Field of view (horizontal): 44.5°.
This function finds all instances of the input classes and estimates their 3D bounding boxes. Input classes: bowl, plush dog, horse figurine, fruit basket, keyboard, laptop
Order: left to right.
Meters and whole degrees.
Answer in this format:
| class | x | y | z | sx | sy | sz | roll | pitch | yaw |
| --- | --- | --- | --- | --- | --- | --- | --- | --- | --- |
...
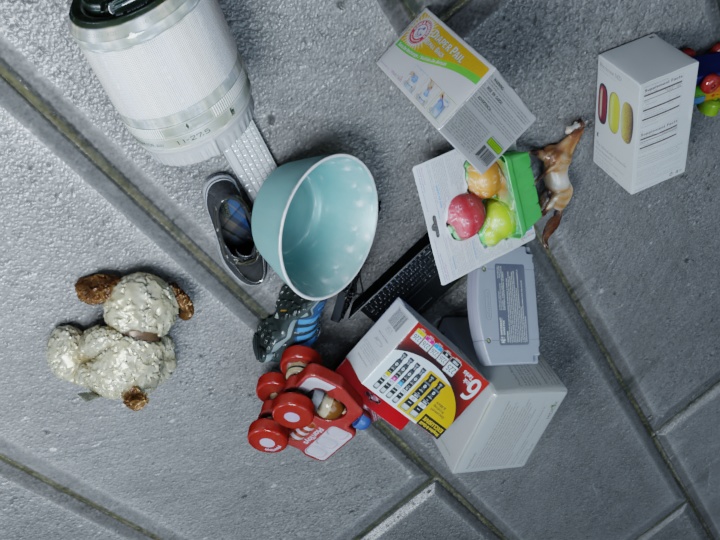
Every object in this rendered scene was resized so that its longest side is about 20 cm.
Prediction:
| class | x | y | z | sx | sy | sz | roll | pitch | yaw |
| --- | --- | --- | --- | --- | --- | --- | --- | --- | --- |
| plush dog | -0.320 | 0.087 | 1.230 | 0.197 | 0.160 | 0.176 | 10 | 98 | -34 |
| keyboard | -0.142 | -0.135 | 1.226 | 0.056 | 0.011 | 0.202 | -30 | 134 | -4 |
| bowl | -0.075 | -0.071 | 1.222 | 0.199 | 0.104 | 0.205 | -24 | 123 | -44 |
| keyboard | 0.000 | 0.000 | 1.357 | 0.039 | 0.104 | 0.203 | 23 | 122 | 10 |
| laptop | 0.082 | 0.036 | 1.425 | 0.177 | 0.104 | 0.200 | -42 | 132 | 8 |
| fruit basket | 0.176 | -0.101 | 1.347 | 0.197 | 0.093 | 0.189 | -23 | 108 | -20 |
| horse figurine | 0.311 | -0.140 | 1.440 | 0.131 | 0.050 | 0.204 | -30 | 129 | -29 |

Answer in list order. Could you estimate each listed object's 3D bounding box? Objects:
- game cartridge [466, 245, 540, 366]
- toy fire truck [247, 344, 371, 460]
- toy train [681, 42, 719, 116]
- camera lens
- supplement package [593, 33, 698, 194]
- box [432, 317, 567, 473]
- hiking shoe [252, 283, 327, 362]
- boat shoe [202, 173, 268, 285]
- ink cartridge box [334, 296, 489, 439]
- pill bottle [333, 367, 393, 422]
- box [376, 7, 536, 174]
| class | x | y | z | sx | sy | sz | roll | pitch | yaw |
| --- | --- | --- | --- | --- | --- | --- | --- | --- | --- |
| game cartridge | 0.242 | 0.059 | 1.501 | 0.130 | 0.041 | 0.205 | 1 | 82 | -26 |
| toy fire truck | -0.074 | 0.221 | 1.382 | 0.166 | 0.114 | 0.200 | 26 | 133 | -21 |
| toy train | 0.599 | -0.307 | 1.459 | 0.196 | 0.086 | 0.117 | -14 | 142 | -19 |
| camera lens | -0.219 | -0.242 | 0.991 | 0.158 | 0.161 | 0.202 | -28 | 135 | -5 |
| supplement package | 0.446 | -0.247 | 1.393 | 0.108 | 0.114 | 0.203 | -22 | 132 | -12 |
| box | 0.224 | 0.221 | 1.586 | 0.168 | 0.200 | 0.203 | 3 | 126 | -29 |
| hiking shoe | -0.091 | 0.069 | 1.385 | 0.086 | 0.075 | 0.200 | 14 | 128 | -41 |
| boat shoe | -0.168 | -0.044 | 1.246 | 0.069 | 0.067 | 0.203 | -21 | 133 | -11 |
| ink cartridge box | 0.078 | 0.176 | 1.417 | 0.176 | 0.084 | 0.199 | -47 | 123 | 6 |
| pill bottle | 0.003 | 0.209 | 1.517 | 0.197 | 0.110 | 0.111 | -24 | 134 | -10 |
| box | 0.121 | -0.239 | 1.156 | 0.101 | 0.201 | 0.112 | -44 | 132 | 11 |
